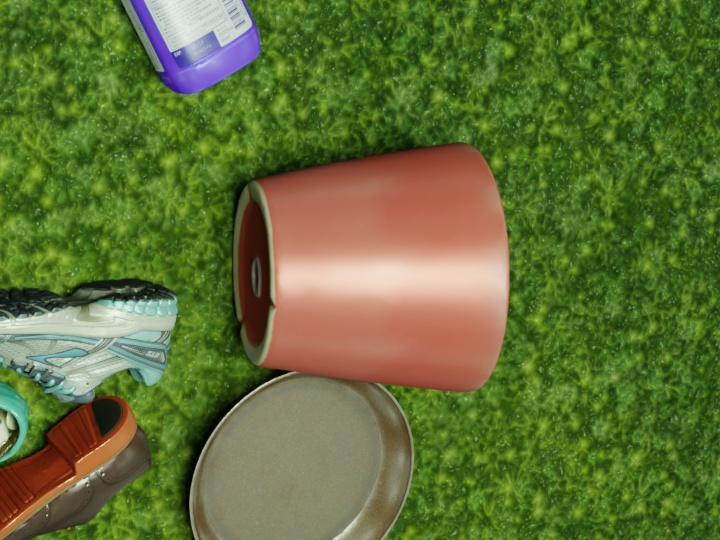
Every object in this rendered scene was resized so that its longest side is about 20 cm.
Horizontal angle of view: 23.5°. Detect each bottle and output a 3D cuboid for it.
[{"bbox_3d":[-0.148,-0.234,1.284,0.083,0.065,0.201,-34,112,-20],"label":"bottle"}]

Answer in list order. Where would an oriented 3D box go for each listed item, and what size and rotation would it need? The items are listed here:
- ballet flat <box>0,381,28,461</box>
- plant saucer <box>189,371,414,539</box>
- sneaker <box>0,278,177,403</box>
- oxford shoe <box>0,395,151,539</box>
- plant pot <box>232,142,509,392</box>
[{"bbox_3d":[-0.329,0.139,1.247,0.199,0.070,0.068,-27,110,-21],"label":"ballet flat"},{"bbox_3d":[-0.051,0.167,1.405,0.199,0.032,0.202,-10,113,-25],"label":"plant saucer"},{"bbox_3d":[-0.228,0.061,1.285,0.198,0.077,0.087,-4,103,-27],"label":"sneaker"},{"bbox_3d":[-0.243,0.181,1.302,0.199,0.071,0.073,-34,130,-10],"label":"oxford shoe"},{"bbox_3d":[0.000,0.000,1.340,0.176,0.200,0.202,-2,99,-16],"label":"plant pot"}]
